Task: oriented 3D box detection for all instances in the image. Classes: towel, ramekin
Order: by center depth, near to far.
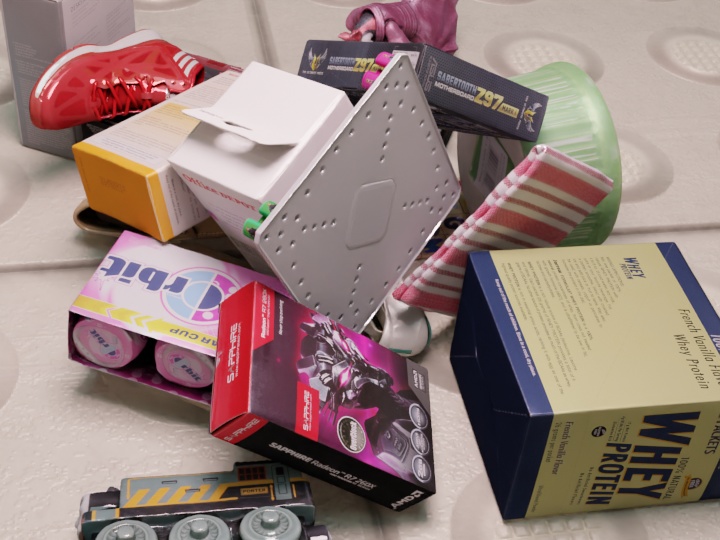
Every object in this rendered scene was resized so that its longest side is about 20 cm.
[{"bbox_3d":[0.133,-0.032,1.023,0.146,0.200,0.030,13,35,-55],"label":"towel"},{"bbox_3d":[0.177,-0.110,1.146,0.097,0.200,0.200,-11,43,-16],"label":"ramekin"}]

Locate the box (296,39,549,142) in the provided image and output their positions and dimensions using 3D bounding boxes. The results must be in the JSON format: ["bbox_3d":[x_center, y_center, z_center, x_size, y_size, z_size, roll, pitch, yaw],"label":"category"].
[{"bbox_3d":[0.055,-0.173,1.055,0.157,0.051,0.200,15,3,-35],"label":"box"}]

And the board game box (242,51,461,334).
[{"bbox_3d":[0.000,-0.052,0.933,0.026,0.200,0.200,27,71,32],"label":"board game box"}]

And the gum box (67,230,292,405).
[{"bbox_3d":[-0.141,0.050,0.973,0.199,0.066,0.114,17,42,5],"label":"gum box"}]

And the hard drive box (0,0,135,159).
[{"bbox_3d":[-0.324,-0.255,1.252,0.077,0.200,0.156,16,41,11],"label":"hard drive box"}]

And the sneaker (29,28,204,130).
[{"bbox_3d":[-0.244,-0.193,1.169,0.115,0.079,0.200,26,47,25],"label":"sneaker"}]

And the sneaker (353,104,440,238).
[{"bbox_3d":[-0.021,-0.086,1.183,0.202,0.146,0.077,46,34,-13],"label":"sneaker"}]

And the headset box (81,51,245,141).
[{"bbox_3d":[-0.201,-0.174,1.268,0.148,0.077,0.200,19,41,15],"label":"headset box"}]

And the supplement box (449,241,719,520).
[{"bbox_3d":[0.203,0.091,0.964,0.199,0.135,0.200,-3,42,-11],"label":"supplement box"}]

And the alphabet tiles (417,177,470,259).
[{"bbox_3d":[0.048,-0.068,1.228,0.199,0.006,0.167,-4,41,-12],"label":"alphabet tiles"}]

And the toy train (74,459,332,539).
[{"bbox_3d":[-0.123,0.202,0.844,0.199,0.085,0.114,-4,29,-8],"label":"toy train"}]

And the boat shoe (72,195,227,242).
[{"bbox_3d":[-0.194,-0.056,1.119,0.199,0.072,0.065,0,27,20],"label":"boat shoe"}]

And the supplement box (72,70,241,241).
[{"bbox_3d":[-0.156,-0.116,1.066,0.126,0.074,0.200,22,44,41],"label":"supplement box"}]

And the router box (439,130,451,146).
[{"bbox_3d":[0.020,-0.163,1.291,0.157,0.052,0.200,13,39,11],"label":"router box"}]

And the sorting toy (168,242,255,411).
[{"bbox_3d":[-0.130,0.051,1.045,0.199,0.037,0.185,19,42,15],"label":"sorting toy"}]

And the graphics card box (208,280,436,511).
[{"bbox_3d":[-0.026,0.104,0.892,0.200,0.051,0.126,31,41,-33],"label":"graphics card box"}]

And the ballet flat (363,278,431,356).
[{"bbox_3d":[0.000,0.000,1.076,0.069,0.070,0.200,-15,58,-23],"label":"ballet flat"}]

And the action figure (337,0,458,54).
[{"bbox_3d":[0.055,-0.320,1.425,0.134,0.149,0.200,39,36,25],"label":"action figure"}]

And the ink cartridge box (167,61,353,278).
[{"bbox_3d":[-0.062,-0.081,0.988,0.128,0.200,0.125,24,69,38],"label":"ink cartridge box"}]
